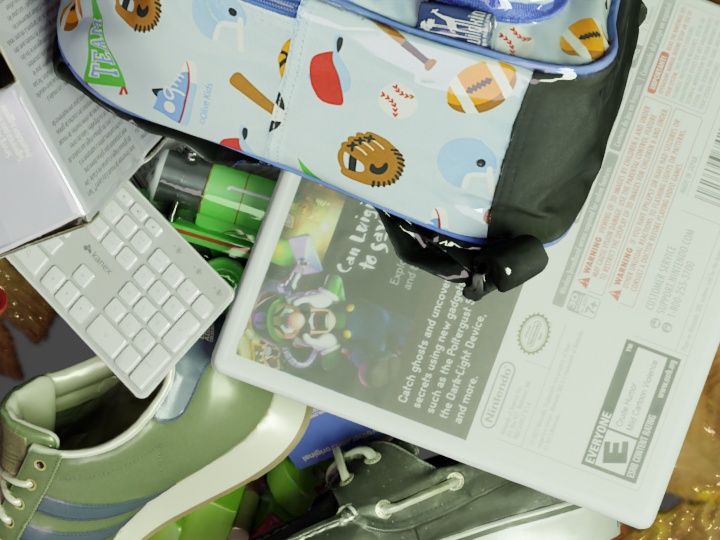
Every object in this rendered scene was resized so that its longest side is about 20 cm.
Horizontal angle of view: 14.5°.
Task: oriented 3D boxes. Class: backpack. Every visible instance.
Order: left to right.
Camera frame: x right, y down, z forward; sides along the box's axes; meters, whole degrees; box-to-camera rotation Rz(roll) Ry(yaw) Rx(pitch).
[{"bbox_3d":[-0.002,-0.106,0.933,0.190,0.200,0.154,11,121,8],"label":"backpack"}]

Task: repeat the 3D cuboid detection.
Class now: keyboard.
[{"bbox_3d":[-0.131,-0.038,1.100,0.056,0.011,0.200,-46,71,5],"label":"keyboard"}]

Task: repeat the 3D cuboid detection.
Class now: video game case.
[{"bbox_3d":[0.061,-0.025,1.086,0.181,0.023,0.200,21,89,-6],"label":"video game case"}]

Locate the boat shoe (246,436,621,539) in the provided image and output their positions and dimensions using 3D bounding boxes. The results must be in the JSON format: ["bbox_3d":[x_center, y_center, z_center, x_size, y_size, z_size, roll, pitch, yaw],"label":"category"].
[{"bbox_3d":[0.011,0.101,1.173,0.200,0.071,0.064,-13,94,-20],"label":"boat shoe"}]

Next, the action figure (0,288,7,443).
[{"bbox_3d":[-0.184,0.085,1.231,0.065,0.052,0.200,14,127,5],"label":"action figure"}]

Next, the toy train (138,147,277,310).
[{"bbox_3d":[0.000,0.000,1.115,0.200,0.042,0.056,17,111,-3],"label":"toy train"}]

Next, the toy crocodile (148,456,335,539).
[{"bbox_3d":[-0.002,0.137,1.230,0.200,0.062,0.068,31,121,-12],"label":"toy crocodile"}]

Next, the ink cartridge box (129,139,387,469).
[{"bbox_3d":[-0.024,-0.020,1.149,0.119,0.042,0.200,-24,113,19],"label":"ink cartridge box"}]

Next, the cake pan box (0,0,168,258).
[{"bbox_3d":[-0.128,-0.116,0.990,0.052,0.200,0.184,-24,104,19],"label":"cake pan box"}]

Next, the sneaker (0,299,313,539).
[{"bbox_3d":[-0.121,0.080,1.130,0.200,0.067,0.090,-37,129,13],"label":"sneaker"}]
